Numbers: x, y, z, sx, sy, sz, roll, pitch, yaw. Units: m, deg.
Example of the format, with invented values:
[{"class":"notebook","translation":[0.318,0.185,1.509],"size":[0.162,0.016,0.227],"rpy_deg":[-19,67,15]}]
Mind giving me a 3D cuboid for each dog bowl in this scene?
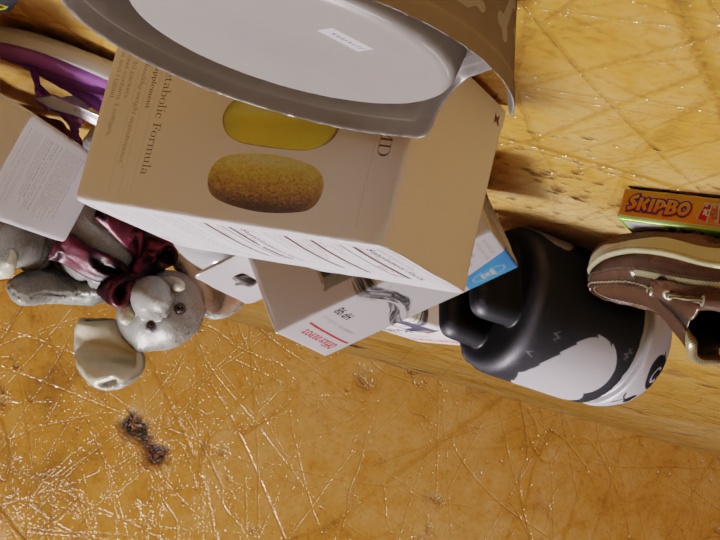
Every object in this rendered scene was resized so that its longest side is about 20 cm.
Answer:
[{"class":"dog bowl","translation":[-0.025,-0.116,0.548],"size":[0.199,0.059,0.200],"rpy_deg":[14,172,2]}]

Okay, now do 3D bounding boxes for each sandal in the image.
[{"class":"sandal","translation":[-0.179,-0.111,0.897],"size":[0.082,0.050,0.202],"rpy_deg":[9,170,32]}]

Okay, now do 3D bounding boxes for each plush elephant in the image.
[{"class":"plush elephant","translation":[-0.188,0.003,1.049],"size":[0.155,0.165,0.200],"rpy_deg":[44,169,13]}]

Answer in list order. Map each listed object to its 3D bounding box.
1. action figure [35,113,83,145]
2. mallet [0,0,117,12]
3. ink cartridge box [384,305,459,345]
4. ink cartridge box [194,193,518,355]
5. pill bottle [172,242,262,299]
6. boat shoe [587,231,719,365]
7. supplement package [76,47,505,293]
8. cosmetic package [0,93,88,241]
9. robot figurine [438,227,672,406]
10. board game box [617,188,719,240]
[{"class":"action figure","translation":[-0.287,-0.110,1.050],"size":[0.199,0.134,0.149],"rpy_deg":[10,138,-35]},{"class":"mallet","translation":[-0.161,-0.150,0.669],"size":[0.066,0.041,0.200],"rpy_deg":[15,177,-17]},{"class":"ink cartridge box","translation":[0.018,0.006,1.222],"size":[0.199,0.085,0.145],"rpy_deg":[18,172,-24]},{"class":"ink cartridge box","translation":[0.000,0.000,0.904],"size":[0.199,0.067,0.116],"rpy_deg":[-25,163,10]},{"class":"pill bottle","translation":[-0.082,-0.043,0.976],"size":[0.109,0.110,0.200],"rpy_deg":[12,171,20]},{"class":"boat shoe","translation":[0.213,0.020,0.815],"size":[0.075,0.075,0.202],"rpy_deg":[24,167,-29]},{"class":"supplement package","translation":[-0.037,-0.065,0.727],"size":[0.199,0.114,0.109],"rpy_deg":[9,171,29]},{"class":"cosmetic package","translation":[-0.246,-0.079,0.861],"size":[0.101,0.074,0.200],"rpy_deg":[29,179,2]},{"class":"robot figurine","translation":[0.159,0.040,1.053],"size":[0.199,0.125,0.150],"rpy_deg":[19,-176,-27]},{"class":"board game box","translation":[0.255,-0.005,0.888],"size":[0.095,0.030,0.200],"rpy_deg":[10,164,35]}]
